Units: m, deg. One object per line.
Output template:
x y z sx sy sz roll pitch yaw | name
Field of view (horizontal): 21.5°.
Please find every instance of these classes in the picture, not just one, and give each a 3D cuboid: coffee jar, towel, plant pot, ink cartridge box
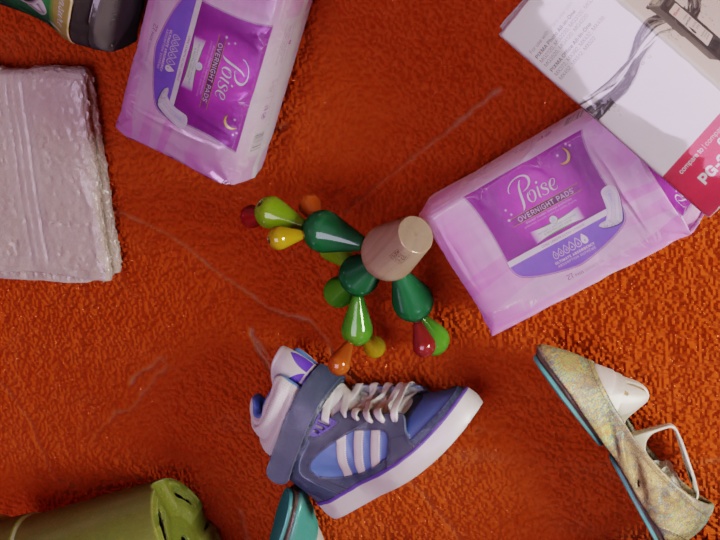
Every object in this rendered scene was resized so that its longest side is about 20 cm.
-0.266 -0.257 1.557 0.199 0.085 0.105 24 116 14 | coffee jar
-0.280 -0.085 1.667 0.132 0.034 0.201 4 111 21 | towel
-0.229 0.280 1.724 0.189 0.200 0.201 -26 99 17 | plant pot
0.214 -0.152 1.349 0.200 0.145 0.083 42 122 3 | ink cartridge box

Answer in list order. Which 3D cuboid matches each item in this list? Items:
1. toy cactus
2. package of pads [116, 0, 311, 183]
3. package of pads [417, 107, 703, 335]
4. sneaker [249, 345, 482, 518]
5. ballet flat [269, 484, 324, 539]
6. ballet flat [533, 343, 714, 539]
0.000 0.000 1.520 0.200 0.102 0.165 47 149 -5 | toy cactus
-0.112 -0.182 1.516 0.120 0.076 0.201 26 119 14 | package of pads
0.153 -0.046 1.462 0.199 0.076 0.121 -30 98 31 | package of pads
-0.010 0.114 1.598 0.147 0.081 0.200 49 127 -6 | sneaker
-0.063 0.276 1.710 0.070 0.067 0.201 17 120 -10 | ballet flat
0.216 0.129 1.520 0.071 0.071 0.201 -31 95 31 | ballet flat
